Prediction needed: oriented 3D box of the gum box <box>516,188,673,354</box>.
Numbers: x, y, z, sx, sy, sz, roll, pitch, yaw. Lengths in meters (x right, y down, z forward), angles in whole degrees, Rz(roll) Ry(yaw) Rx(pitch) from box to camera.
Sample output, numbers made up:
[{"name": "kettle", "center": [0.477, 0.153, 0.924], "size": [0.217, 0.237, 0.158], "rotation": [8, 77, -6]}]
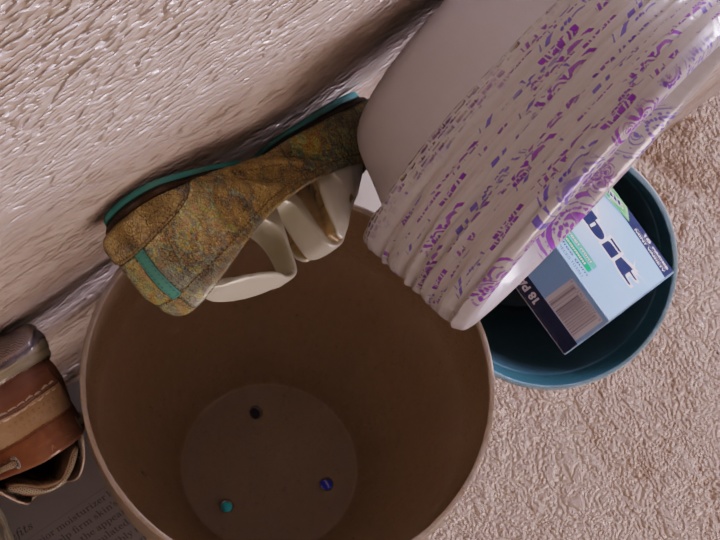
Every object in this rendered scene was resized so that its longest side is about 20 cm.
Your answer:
[{"name": "gum box", "center": [0.138, -0.039, 1.583], "size": [0.045, 0.170, 0.200], "rotation": [-38, 175, 22]}]

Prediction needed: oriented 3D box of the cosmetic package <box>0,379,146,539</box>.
[{"name": "cosmetic package", "center": [-0.168, 0.211, 1.368], "size": [0.165, 0.200, 0.165], "rotation": [-33, 141, -16]}]

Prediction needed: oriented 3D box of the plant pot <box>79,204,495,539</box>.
[{"name": "plant pot", "center": [-0.041, 0.078, 1.121], "size": [0.200, 0.200, 0.135], "rotation": [-34, 164, -19]}]

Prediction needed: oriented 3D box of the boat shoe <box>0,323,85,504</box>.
[{"name": "boat shoe", "center": [-0.180, 0.087, 1.132], "size": [0.076, 0.072, 0.200], "rotation": [-34, 175, -15]}]

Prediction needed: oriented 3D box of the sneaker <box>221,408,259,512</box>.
[{"name": "sneaker", "center": [-0.063, 0.124, 1.331], "size": [0.083, 0.121, 0.200], "rotation": [-17, -153, -6]}]

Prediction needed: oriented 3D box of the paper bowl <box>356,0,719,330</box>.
[{"name": "paper bowl", "center": [0.078, -0.077, 1.021], "size": [0.201, 0.104, 0.201], "rotation": [-46, 172, -8]}]

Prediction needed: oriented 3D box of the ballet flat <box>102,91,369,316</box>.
[{"name": "ballet flat", "center": [-0.042, -0.027, 1.023], "size": [0.071, 0.071, 0.200], "rotation": [-39, 175, 35]}]

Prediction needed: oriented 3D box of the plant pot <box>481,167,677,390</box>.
[{"name": "plant pot", "center": [0.146, -0.018, 1.850], "size": [0.200, 0.200, 0.188], "rotation": [-36, -169, 1]}]

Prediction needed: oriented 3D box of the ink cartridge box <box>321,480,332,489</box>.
[{"name": "ink cartridge box", "center": [-0.014, 0.100, 1.395], "size": [0.037, 0.095, 0.200], "rotation": [-6, 141, -44]}]

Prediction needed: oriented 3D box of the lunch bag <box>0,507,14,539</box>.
[{"name": "lunch bag", "center": [-0.215, 0.206, 1.142], "size": [0.117, 0.164, 0.200], "rotation": [-32, -160, -37]}]

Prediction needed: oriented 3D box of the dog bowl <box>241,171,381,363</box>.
[{"name": "dog bowl", "center": [-0.032, -0.007, 1.263], "size": [0.200, 0.074, 0.200], "rotation": [-36, 176, -3]}]
